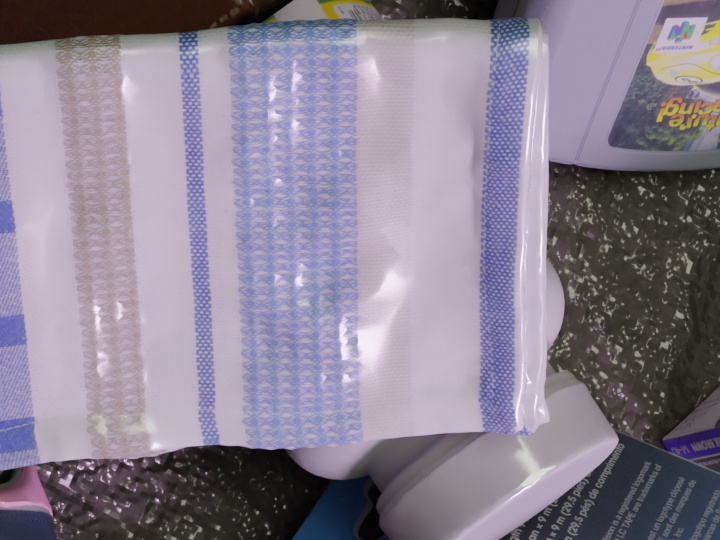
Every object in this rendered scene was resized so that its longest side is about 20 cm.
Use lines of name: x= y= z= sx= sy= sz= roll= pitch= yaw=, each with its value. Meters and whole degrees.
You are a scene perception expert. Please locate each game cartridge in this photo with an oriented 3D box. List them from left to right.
game cartridge: x=0.146 y=-0.100 z=0.873 sx=0.199 sy=0.133 sz=0.041 roll=-5 pitch=49 yaw=-24

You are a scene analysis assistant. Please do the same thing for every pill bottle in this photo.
pill bottle: x=0.000 y=0.000 z=0.758 sx=0.113 sy=0.113 sz=0.200 roll=-27 pitch=75 yaw=-29

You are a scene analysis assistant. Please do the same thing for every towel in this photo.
towel: x=-0.041 y=-0.004 z=0.643 sx=0.199 sy=0.024 sz=0.147 roll=-3 pitch=124 yaw=-4

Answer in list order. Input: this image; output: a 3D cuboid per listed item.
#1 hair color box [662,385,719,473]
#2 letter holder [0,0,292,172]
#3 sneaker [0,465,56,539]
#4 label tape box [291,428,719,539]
hair color box: x=0.229 y=0.027 z=0.895 sx=0.200 sy=0.109 sz=0.065 roll=-40 pitch=97 yaw=-28
letter holder: x=-0.139 y=-0.087 z=0.680 sx=0.200 sy=0.101 sz=0.142 roll=-34 pitch=95 yaw=16
sneaker: x=-0.192 y=0.086 z=0.704 sx=0.199 sy=0.070 sz=0.082 roll=13 pitch=56 yaw=-27
label tape box: x=0.078 y=0.129 z=0.790 sx=0.199 sy=0.066 sz=0.143 roll=21 pitch=45 yaw=17
